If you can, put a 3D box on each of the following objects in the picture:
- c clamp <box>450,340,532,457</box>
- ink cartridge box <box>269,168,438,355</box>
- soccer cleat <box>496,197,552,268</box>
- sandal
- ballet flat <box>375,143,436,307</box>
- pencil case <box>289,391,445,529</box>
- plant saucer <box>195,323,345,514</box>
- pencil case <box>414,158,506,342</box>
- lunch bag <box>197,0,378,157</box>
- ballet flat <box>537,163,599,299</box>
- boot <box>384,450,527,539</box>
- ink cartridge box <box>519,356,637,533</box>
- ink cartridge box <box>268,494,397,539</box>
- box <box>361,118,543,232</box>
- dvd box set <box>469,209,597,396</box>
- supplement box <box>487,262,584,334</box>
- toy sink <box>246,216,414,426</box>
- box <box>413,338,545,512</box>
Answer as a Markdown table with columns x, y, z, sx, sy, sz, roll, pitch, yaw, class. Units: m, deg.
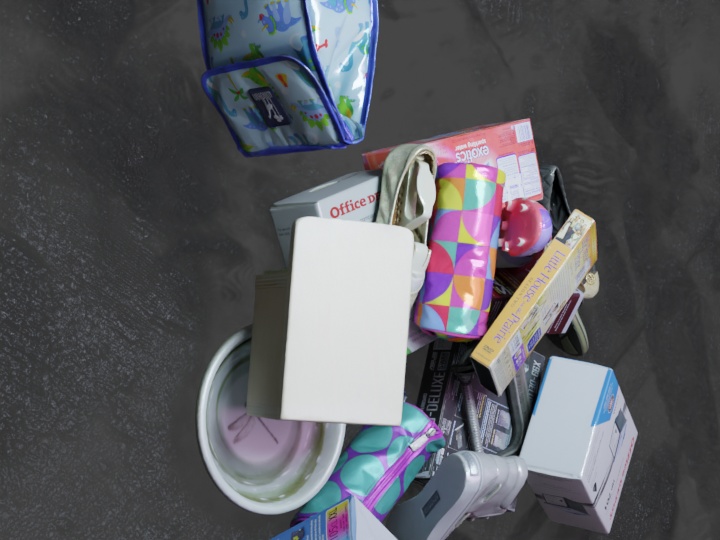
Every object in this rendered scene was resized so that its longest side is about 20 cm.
| x | y | z | sx | sy | sz | roll | pitch | yaw | class |
| --- | --- | --- | --- | --- | --- | --- | --- | --- | --- |
| 0.147 | 0.171 | 1.799 | 0.171 | 0.027 | 0.200 | -10 | 95 | -43 | c clamp |
| 0.000 | 0.000 | 1.703 | 0.147 | 0.083 | 0.200 | -26 | 104 | -42 | ink cartridge box |
| 0.182 | -0.038 | 1.725 | 0.076 | 0.200 | 0.067 | 8 | 80 | -14 | soccer cleat |
| 0.250 | 0.014 | 1.935 | 0.057 | 0.080 | 0.201 | -23 | 102 | -25 | sandal |
| 0.047 | -0.040 | 1.651 | 0.067 | 0.062 | 0.200 | 10 | 79 | -38 | ballet flat |
| 0.011 | 0.229 | 1.688 | 0.085 | 0.092 | 0.200 | 52 | 53 | -16 | pencil case |
| -0.102 | 0.153 | 1.618 | 0.200 | 0.050 | 0.200 | 4 | 84 | -42 | plant saucer |
| 0.107 | -0.022 | 1.686 | 0.088 | 0.088 | 0.200 | 11 | 82 | -42 | pencil case |
| -0.073 | -0.220 | 1.591 | 0.127 | 0.170 | 0.200 | -11 | 96 | -44 | lunch bag |
| 0.256 | -0.046 | 1.967 | 0.066 | 0.057 | 0.200 | -45 | 117 | -35 | ballet flat |
| 0.106 | 0.269 | 1.710 | 0.096 | 0.200 | 0.074 | 6 | 50 | -31 | boot |
| 0.267 | 0.215 | 1.888 | 0.200 | 0.086 | 0.146 | 55 | 50 | -56 | ink cartridge box |
| -0.048 | 0.335 | 1.587 | 0.136 | 0.200 | 0.076 | 49 | 23 | -28 | ink cartridge box |
| 0.110 | -0.109 | 1.807 | 0.200 | 0.095 | 0.103 | -19 | 100 | -42 | box |
| 0.194 | 0.038 | 1.718 | 0.200 | 0.029 | 0.146 | -54 | 163 | -8 | dvd box set |
| 0.157 | 0.025 | 1.823 | 0.200 | 0.109 | 0.061 | -2 | 124 | -45 | supplement box |
| -0.033 | 0.053 | 1.561 | 0.130 | 0.112 | 0.200 | 5 | 86 | -24 | toy sink |
| 0.137 | 0.170 | 1.843 | 0.158 | 0.050 | 0.200 | 26 | 70 | -40 | box |
